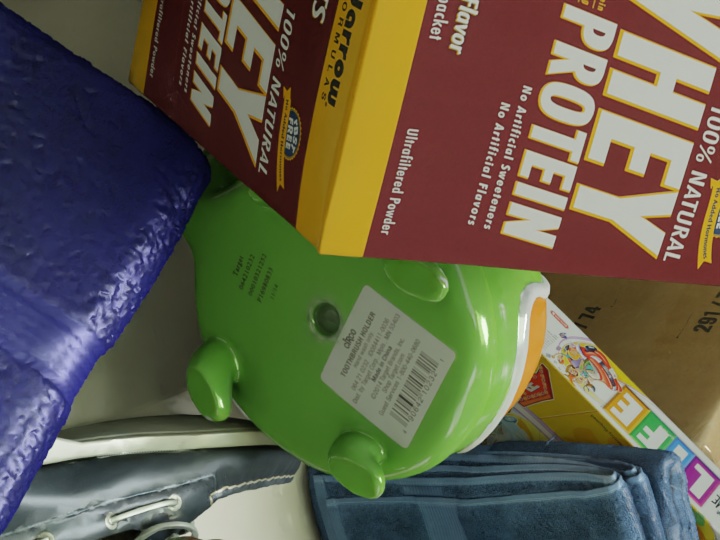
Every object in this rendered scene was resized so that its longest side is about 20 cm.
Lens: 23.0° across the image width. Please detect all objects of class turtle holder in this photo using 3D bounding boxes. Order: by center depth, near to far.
[{"bbox_3d":[-0.004,0.011,0.778,0.132,0.185,0.141,-17,109,-54],"label":"turtle holder"}]

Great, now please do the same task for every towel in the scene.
[{"bbox_3d":[-0.162,-0.004,0.692,0.148,0.050,0.200,35,62,-11],"label":"towel"},{"bbox_3d":[0.067,0.137,0.850,0.049,0.200,0.112,-33,111,-48],"label":"towel"}]

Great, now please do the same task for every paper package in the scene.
[{"bbox_3d":[0.163,0.062,0.966,0.200,0.190,0.104,-53,126,-36],"label":"paper package"}]

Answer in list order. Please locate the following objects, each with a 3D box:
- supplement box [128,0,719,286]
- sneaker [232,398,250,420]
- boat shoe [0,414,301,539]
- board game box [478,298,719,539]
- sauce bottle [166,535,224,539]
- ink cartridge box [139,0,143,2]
[{"bbox_3d":[0.043,-0.095,0.676,0.197,0.200,0.133,4,110,-29],"label":"supplement box"},{"bbox_3d":[0.000,0.000,0.884,0.081,0.076,0.200,51,51,-19],"label":"sneaker"},{"bbox_3d":[-0.105,0.097,0.757,0.200,0.075,0.062,-2,89,-45],"label":"boat shoe"},{"bbox_3d":[0.103,0.111,0.868,0.200,0.135,0.034,45,44,9],"label":"board game box"},{"bbox_3d":[-0.005,0.160,0.767,0.200,0.065,0.065,18,75,-37],"label":"sauce bottle"},{"bbox_3d":[-0.004,-0.156,0.844,0.200,0.085,0.145,28,81,-50],"label":"ink cartridge box"}]
